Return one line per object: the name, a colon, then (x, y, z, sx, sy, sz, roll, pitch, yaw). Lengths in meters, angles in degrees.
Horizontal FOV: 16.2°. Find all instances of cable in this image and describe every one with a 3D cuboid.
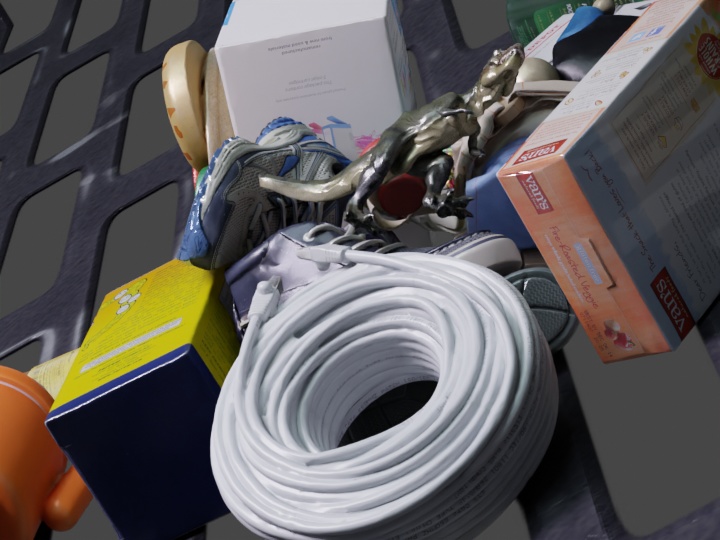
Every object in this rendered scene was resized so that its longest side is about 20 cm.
cable: (0.011, 0.078, 1.394, 0.199, 0.069, 0.201, 2, 51, 33)

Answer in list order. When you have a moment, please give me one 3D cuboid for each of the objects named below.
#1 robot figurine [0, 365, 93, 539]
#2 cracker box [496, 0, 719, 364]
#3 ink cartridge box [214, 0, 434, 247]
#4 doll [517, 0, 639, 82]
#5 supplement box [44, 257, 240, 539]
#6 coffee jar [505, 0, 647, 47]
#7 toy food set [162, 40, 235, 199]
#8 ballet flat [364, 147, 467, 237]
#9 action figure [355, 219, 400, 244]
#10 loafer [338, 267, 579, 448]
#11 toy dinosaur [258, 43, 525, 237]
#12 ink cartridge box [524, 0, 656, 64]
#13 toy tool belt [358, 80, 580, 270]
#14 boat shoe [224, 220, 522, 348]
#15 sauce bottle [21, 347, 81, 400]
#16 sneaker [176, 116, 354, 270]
robot figurine: (-0.263, 0.137, 1.699, 0.143, 0.117, 0.200, -24, 19, 18)
cracker box: (0.176, -0.058, 1.472, 0.057, 0.134, 0.200, -13, 24, 44)
ink cartridge box: (-0.020, -0.094, 1.826, 0.124, 0.201, 0.129, -10, 20, 6)
doll: (0.191, -0.137, 1.669, 0.198, 0.049, 0.137, -10, 42, -9)
supplement box: (-0.113, 0.076, 1.631, 0.109, 0.109, 0.200, -26, 18, 16)
coffee jar: (0.210, -0.209, 1.908, 0.104, 0.086, 0.199, -40, 18, -35)
toy food set: (-0.102, -0.065, 1.869, 0.048, 0.200, 0.200, -7, -4, 4)
ballet flat: (0.086, -0.057, 1.707, 0.199, 0.064, 0.076, -15, -20, 25)
action figure: (0.004, 0.019, 1.669, 0.129, 0.070, 0.200, -23, 22, 3)
loafer: (0.041, 0.062, 1.510, 0.199, 0.072, 0.063, -24, -9, 5)
toy dinosaur: (0.025, -0.063, 1.535, 0.199, 0.047, 0.089, -26, 43, 22)
ink cartridge box: (0.160, -0.132, 1.810, 0.116, 0.067, 0.199, -42, 20, -27)
toy tool belt: (0.104, -0.047, 1.568, 0.198, 0.126, 0.123, -10, 41, -5)
boat shoe: (0.000, 0.000, 1.546, 0.199, 0.093, 0.075, -28, -17, 25)
sauce bottle: (-0.157, 0.071, 1.790, 0.199, 0.066, 0.066, -22, 19, 28)
sneaker: (-0.051, -0.045, 1.653, 0.200, 0.085, 0.077, -43, -24, -60)
